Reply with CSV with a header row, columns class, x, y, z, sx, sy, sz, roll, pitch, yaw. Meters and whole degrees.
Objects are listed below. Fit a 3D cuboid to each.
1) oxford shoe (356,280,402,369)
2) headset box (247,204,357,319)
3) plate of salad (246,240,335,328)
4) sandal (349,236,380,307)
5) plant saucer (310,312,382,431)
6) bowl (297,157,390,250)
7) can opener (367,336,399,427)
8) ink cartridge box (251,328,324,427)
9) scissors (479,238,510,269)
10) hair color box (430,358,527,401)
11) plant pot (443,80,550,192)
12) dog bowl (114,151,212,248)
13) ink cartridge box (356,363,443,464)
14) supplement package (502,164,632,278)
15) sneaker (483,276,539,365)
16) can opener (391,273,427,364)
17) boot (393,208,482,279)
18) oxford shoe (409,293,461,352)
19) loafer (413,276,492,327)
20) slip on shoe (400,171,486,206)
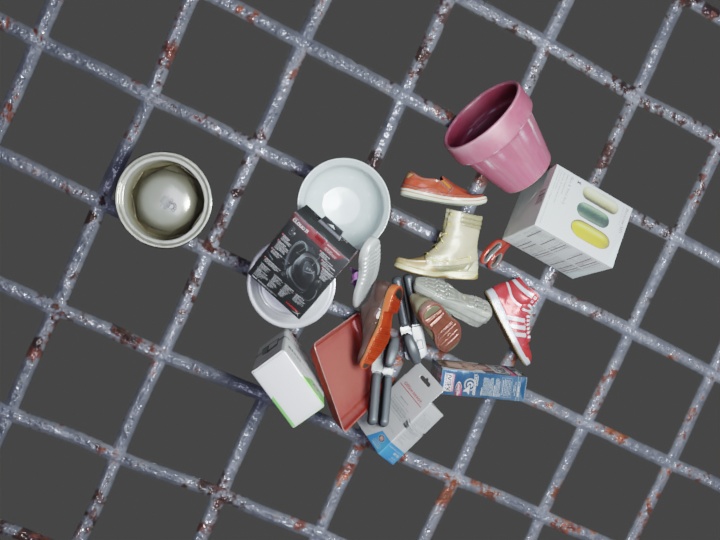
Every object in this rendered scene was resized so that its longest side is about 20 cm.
class,x,y,z,sx,sy,sz,roll,pitch,yaw
oxford shoe,0.028,0.120,1.423,0.072,0.071,0.201,19,84,28
headset box,-0.114,-0.024,1.324,0.149,0.077,0.200,41,112,-1
plate of salad,-0.153,0.027,1.419,0.198,0.048,0.202,0,94,3
sandal,0.004,-0.004,1.392,0.050,0.204,0.082,31,48,18
plant saucer,-0.032,0.219,1.401,0.036,0.199,0.202,-13,100,32
bowl,-0.039,-0.142,1.394,0.199,0.090,0.203,-1,96,-6
can opener,0.048,0.245,1.425,0.052,0.067,0.202,12,65,-8
ink cartridge box,-0.150,0.223,1.361,0.084,0.200,0.146,-35,98,1
scissors,0.351,-0.082,1.467,0.200,0.014,0.073,-46,136,-1
hair color box,0.268,0.250,1.465,0.198,0.100,0.061,6,94,-8
plant pot,0.310,-0.275,1.384,0.200,0.200,0.179,-47,114,0
dog bowl,-0.412,-0.149,1.357,0.198,0.074,0.202,-1,95,-7
ink cartridge box,0.102,0.319,1.437,0.200,0.116,0.068,-44,129,0
supplement package,0.454,-0.103,1.410,0.199,0.151,0.153,27,75,-9
sneaker,0.378,0.113,1.480,0.112,0.071,0.201,-27,96,0
can opener,0.114,0.111,1.449,0.053,0.067,0.202,-11,97,-6
boot,0.177,-0.063,1.437,0.198,0.073,0.157,5,95,-9
oxford shoe,0.170,0.113,1.434,0.071,0.074,0.200,-40,136,-7
loafer,0.204,0.076,1.453,0.199,0.070,0.070,25,125,-10
slip on shoe,0.189,-0.181,1.430,0.198,0.074,0.062,11,91,-3
